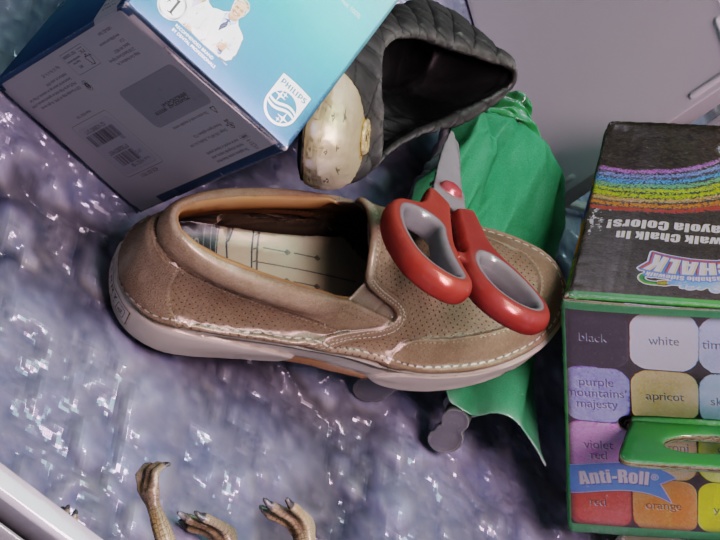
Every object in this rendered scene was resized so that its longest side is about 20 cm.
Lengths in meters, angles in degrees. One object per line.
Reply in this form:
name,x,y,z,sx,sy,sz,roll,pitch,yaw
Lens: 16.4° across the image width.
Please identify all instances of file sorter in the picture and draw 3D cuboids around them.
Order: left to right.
file sorter,0.147,-0.137,1.249,0.125,0.139,0.200,12,54,-44

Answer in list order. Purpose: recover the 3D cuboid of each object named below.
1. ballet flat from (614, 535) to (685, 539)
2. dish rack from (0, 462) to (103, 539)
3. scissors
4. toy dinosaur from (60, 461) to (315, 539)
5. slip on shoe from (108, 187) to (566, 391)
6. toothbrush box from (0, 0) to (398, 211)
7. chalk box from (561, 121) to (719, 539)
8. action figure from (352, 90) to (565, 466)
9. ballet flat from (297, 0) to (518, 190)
ballet flat,0.148,0.119,1.117,0.074,0.074,0.200,38,37,-19
dish rack,-0.121,0.162,0.803,0.200,0.044,0.172,40,52,-17
scissors,0.031,-0.031,1.018,0.073,0.014,0.200,25,21,-21
toy dinosaur,-0.053,0.135,0.917,0.200,0.058,0.101,24,61,-22
slip on shoe,0.000,0.000,1.008,0.200,0.061,0.076,7,55,-22
toothbrush box,-0.035,-0.133,0.993,0.085,0.146,0.200,41,65,-16
chalk box,0.154,0.037,1.077,0.200,0.125,0.124,-69,158,-55
action figure,0.050,-0.012,1.120,0.118,0.055,0.200,37,45,-17
ballet flat,0.018,-0.078,1.054,0.057,0.066,0.200,16,22,14
